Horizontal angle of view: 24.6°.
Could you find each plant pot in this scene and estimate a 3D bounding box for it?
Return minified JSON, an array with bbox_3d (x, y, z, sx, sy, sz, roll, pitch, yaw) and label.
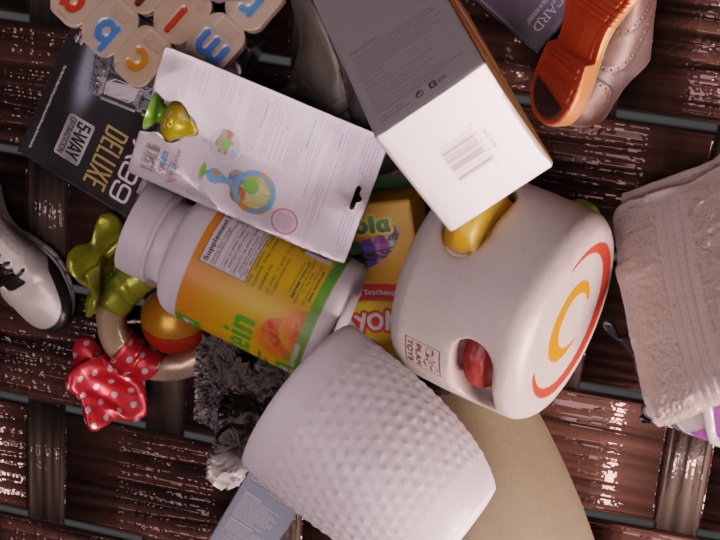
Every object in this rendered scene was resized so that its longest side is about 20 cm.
[{"bbox_3d":[0.111,0.198,1.452,0.185,0.187,0.202,-9,95,18],"label":"plant pot"}]

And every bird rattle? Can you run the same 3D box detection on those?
[{"bbox_3d":[-0.196,0.054,1.517,0.161,0.113,0.202,-2,113,-2],"label":"bird rattle"}]

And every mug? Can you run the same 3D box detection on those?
[{"bbox_3d":[0.011,0.169,1.356,0.175,0.148,0.201,38,149,13],"label":"mug"}]

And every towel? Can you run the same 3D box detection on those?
[{"bbox_3d":[0.276,0.014,1.340,0.132,0.034,0.202,-22,67,36],"label":"towel"}]

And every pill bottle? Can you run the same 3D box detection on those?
[{"bbox_3d":[-0.105,0.004,1.408,0.199,0.111,0.112,26,114,7],"label":"pill bottle"}]

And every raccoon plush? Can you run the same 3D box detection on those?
[{"bbox_3d":[-0.125,0.139,1.469,0.096,0.201,0.135,25,134,3],"label":"raccoon plush"}]

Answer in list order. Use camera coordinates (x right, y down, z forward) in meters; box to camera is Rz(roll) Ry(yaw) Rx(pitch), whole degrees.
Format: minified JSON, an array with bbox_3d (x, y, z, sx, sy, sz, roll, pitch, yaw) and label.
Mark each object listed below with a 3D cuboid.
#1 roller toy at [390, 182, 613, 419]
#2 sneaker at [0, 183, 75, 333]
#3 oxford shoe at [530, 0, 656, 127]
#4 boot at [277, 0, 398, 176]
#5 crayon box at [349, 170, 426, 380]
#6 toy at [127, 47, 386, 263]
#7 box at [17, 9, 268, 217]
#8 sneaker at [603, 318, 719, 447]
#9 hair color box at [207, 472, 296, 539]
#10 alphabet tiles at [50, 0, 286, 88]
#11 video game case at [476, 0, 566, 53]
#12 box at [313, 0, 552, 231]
[{"bbox_3d":[0.112,0.017,1.359,0.139,0.200,0.184,24,100,23],"label":"roller toy"},{"bbox_3d":[-0.345,-0.019,1.538,0.073,0.080,0.201,-33,100,22],"label":"sneaker"},{"bbox_3d":[0.207,-0.207,1.327,0.071,0.072,0.201,52,127,40],"label":"oxford shoe"},{"bbox_3d":[-0.058,-0.148,1.396,0.130,0.068,0.202,-22,95,10],"label":"boot"},{"bbox_3d":[0.000,0.000,1.466,0.126,0.051,0.202,-5,108,17],"label":"crayon box"},{"bbox_3d":[-0.083,-0.100,1.365,0.198,0.047,0.116,22,113,0],"label":"toy"},{"bbox_3d":[-0.194,-0.154,1.461,0.157,0.050,0.201,31,114,3],"label":"box"},{"bbox_3d":[0.275,0.044,1.395,0.139,0.078,0.202,11,101,21],"label":"sneaker"},{"bbox_3d":[-0.076,0.197,1.532,0.060,0.099,0.201,31,115,2],"label":"hair color box"},{"bbox_3d":[-0.160,-0.258,1.384,0.200,0.015,0.196,42,91,12],"label":"alphabet tiles"},{"bbox_3d":[0.115,-0.295,1.343,0.200,0.019,0.143,40,115,-3],"label":"video game case"},{"bbox_3d":[0.052,-0.152,1.272,0.097,0.201,0.124,-33,134,10],"label":"box"}]
